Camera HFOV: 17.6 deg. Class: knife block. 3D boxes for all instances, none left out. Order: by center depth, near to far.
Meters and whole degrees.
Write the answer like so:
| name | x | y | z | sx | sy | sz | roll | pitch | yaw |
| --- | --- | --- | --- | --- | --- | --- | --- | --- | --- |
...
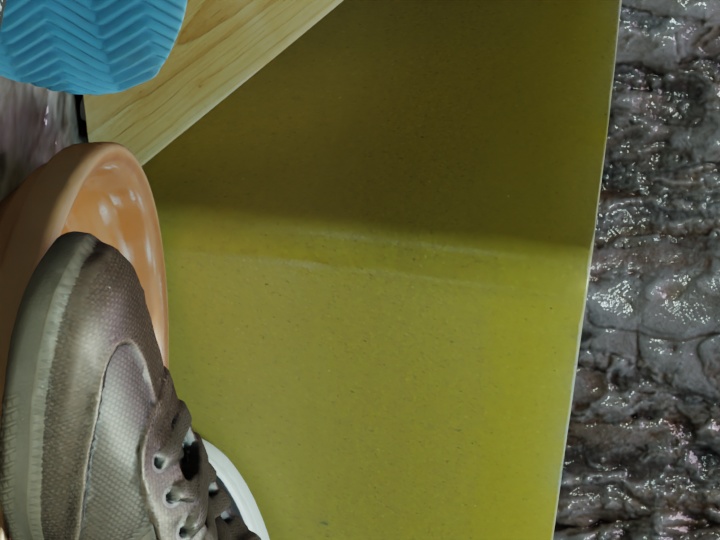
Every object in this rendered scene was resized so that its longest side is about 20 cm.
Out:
| name | x | y | z | sx | sy | sz | roll | pitch | yaw |
| --- | --- | --- | --- | --- | --- | --- | --- | --- | --- |
| knife block | -0.011 | -0.125 | 0.775 | 0.064 | 0.174 | 0.201 | -75 | 167 | -50 |

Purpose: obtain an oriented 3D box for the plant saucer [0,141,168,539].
| name | x | y | z | sx | sy | sz | roll | pitch | yaw |
| --- | --- | --- | --- | --- | --- | --- | --- | --- | --- |
| plant saucer | -0.100 | 0.059 | 0.734 | 0.200 | 0.037 | 0.202 | 5 | 90 | -82 |

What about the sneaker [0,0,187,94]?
| name | x | y | z | sx | sy | sz | roll | pitch | yaw |
| --- | --- | --- | --- | --- | --- | --- | --- | --- | --- |
| sneaker | -0.080 | -0.134 | 0.630 | 0.081 | 0.076 | 0.201 | -81 | 173 | -45 |

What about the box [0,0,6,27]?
| name | x | y | z | sx | sy | sz | roll | pitch | yaw |
| --- | --- | --- | --- | --- | --- | --- | --- | --- | --- |
| box | -0.115 | -0.111 | 0.472 | 0.200 | 0.050 | 0.076 | 80 | 16 | -64 |

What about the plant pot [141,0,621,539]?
| name | x | y | z | sx | sy | sz | roll | pitch | yaw |
| --- | --- | --- | --- | --- | --- | --- | --- | --- | --- |
| plant pot | 0.000 | 0.000 | 0.899 | 0.201 | 0.175 | 0.201 | -77 | 173 | -49 |

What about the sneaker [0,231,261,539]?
| name | x | y | z | sx | sy | sz | roll | pitch | yaw |
| --- | --- | --- | --- | --- | --- | --- | --- | --- | --- |
| sneaker | -0.055 | 0.081 | 0.659 | 0.071 | 0.075 | 0.202 | -72 | 165 | -59 |

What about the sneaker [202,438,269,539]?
| name | x | y | z | sx | sy | sz | roll | pitch | yaw |
| --- | --- | --- | --- | --- | --- | --- | --- | --- | --- |
| sneaker | -0.075 | 0.169 | 0.843 | 0.112 | 0.072 | 0.202 | -71 | 165 | -68 |
